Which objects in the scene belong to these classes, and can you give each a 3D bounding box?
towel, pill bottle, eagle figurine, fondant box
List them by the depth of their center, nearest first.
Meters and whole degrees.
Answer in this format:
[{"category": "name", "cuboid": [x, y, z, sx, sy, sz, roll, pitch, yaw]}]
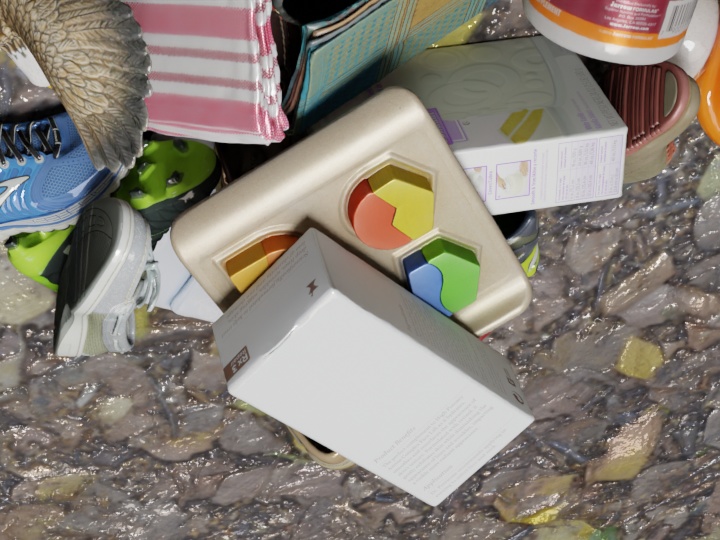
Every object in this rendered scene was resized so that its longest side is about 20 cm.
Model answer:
[{"category": "eagle figurine", "cuboid": [-0.211, -0.144, 0.910, 0.150, 0.201, 0.152, 22, 125, -33]}, {"category": "towel", "cuboid": [-0.106, -0.179, 0.912, 0.030, 0.146, 0.202, -20, 114, -45]}, {"category": "pill bottle", "cuboid": [0.181, -0.245, 0.987, 0.113, 0.114, 0.201, 1, 126, -18]}, {"category": "towel", "cuboid": [0.034, -0.169, 0.999, 0.199, 0.022, 0.147, -36, 171, -18]}, {"category": "fondant box", "cuboid": [0.069, -0.099, 1.081, 0.198, 0.145, 0.059, -9, 126, -9]}]

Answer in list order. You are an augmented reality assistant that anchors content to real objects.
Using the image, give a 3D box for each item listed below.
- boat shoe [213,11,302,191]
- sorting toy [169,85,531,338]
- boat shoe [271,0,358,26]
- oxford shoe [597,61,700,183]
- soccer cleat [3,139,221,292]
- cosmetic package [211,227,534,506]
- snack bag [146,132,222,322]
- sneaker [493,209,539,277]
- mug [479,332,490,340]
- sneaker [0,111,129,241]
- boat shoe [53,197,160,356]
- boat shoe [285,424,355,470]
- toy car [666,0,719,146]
[{"category": "boat shoe", "cuboid": [-0.072, -0.114, 1.067, 0.072, 0.072, 0.201, -2, 125, -12]}, {"category": "sorting toy", "cuboid": [0.000, 0.000, 1.018, 0.184, 0.037, 0.200, -30, 126, 7]}, {"category": "boat shoe", "cuboid": [-0.024, -0.181, 0.977, 0.074, 0.063, 0.201, -43, 165, 9]}, {"category": "oxford shoe", "cuboid": [0.203, -0.105, 1.125, 0.074, 0.071, 0.200, 11, 171, -16]}, {"category": "soccer cleat", "cuboid": [-0.169, -0.037, 1.116, 0.199, 0.068, 0.081, -20, 136, 30]}, {"category": "cosmetic package", "cuboid": [0.010, 0.067, 1.010, 0.102, 0.074, 0.200, -43, 126, 17]}, {"category": "snack bag", "cuboid": [-0.106, -0.029, 1.193, 0.199, 0.021, 0.189, 17, 128, -31]}, {"category": "sneaker", "cuboid": [0.036, -0.031, 1.102, 0.198, 0.074, 0.081, -3, 150, -8]}, {"category": "mug", "cuboid": [0.024, 0.033, 1.237, 0.200, 0.178, 0.134, -40, 101, 8]}, {"category": "sneaker", "cuboid": [-0.246, -0.069, 1.067, 0.199, 0.079, 0.089, -26, 139, 10]}, {"category": "boat shoe", "cuboid": [-0.170, 0.010, 1.069, 0.064, 0.075, 0.202, 7, 153, -17]}, {"category": "boat shoe", "cuboid": [-0.051, 0.050, 1.136, 0.071, 0.201, 0.065, -31, 165, 6]}, {"category": "toy car", "cuboid": [0.299, -0.171, 1.081, 0.174, 0.151, 0.201, 8, 132, -24]}]
